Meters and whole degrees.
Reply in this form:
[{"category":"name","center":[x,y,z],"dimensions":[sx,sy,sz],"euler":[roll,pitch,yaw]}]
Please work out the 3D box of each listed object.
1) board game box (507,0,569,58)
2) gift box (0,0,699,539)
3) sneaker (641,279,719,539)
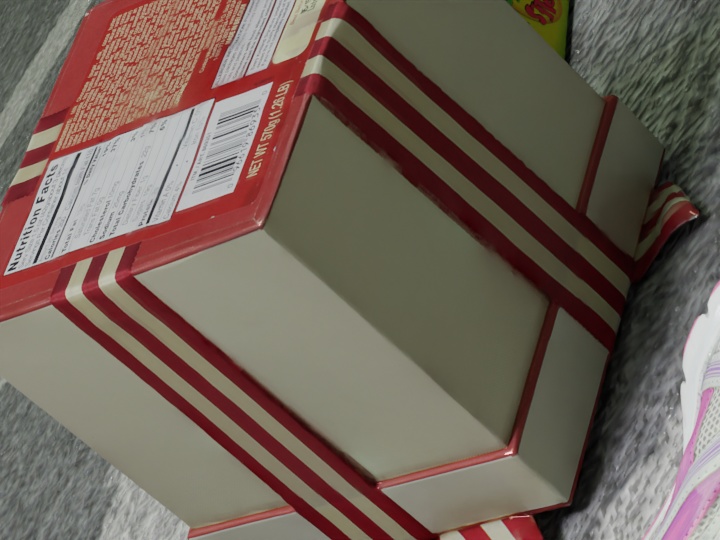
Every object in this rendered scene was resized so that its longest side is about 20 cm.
[{"category":"board game box","center":[0.042,-0.079,1.264],"dimensions":[0.102,0.048,0.200],"euler":[-50,19,35]},{"category":"gift box","center":[0.000,0.000,1.033],"dimensions":[0.200,0.187,0.185],"euler":[-12,46,43]},{"category":"sneaker","center":[0.113,0.074,0.757],"dimensions":[0.088,0.081,0.200],"euler":[-113,45,-68]}]
